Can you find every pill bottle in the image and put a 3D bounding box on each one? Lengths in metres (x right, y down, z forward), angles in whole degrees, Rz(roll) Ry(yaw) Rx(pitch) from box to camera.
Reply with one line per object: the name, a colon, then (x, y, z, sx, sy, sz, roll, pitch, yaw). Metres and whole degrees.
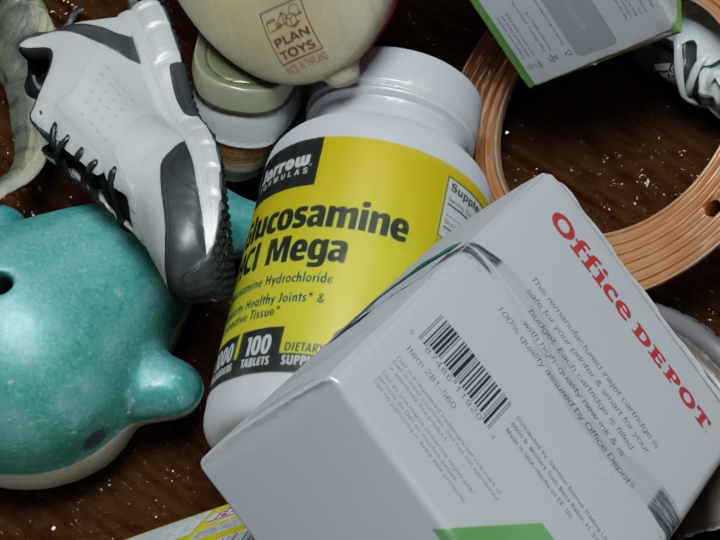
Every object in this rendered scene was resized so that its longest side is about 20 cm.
pill bottle: (0.000, 0.000, 0.988, 0.112, 0.113, 0.201, 6, 62, 11)

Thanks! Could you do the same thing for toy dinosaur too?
toy dinosaur: (-0.157, -0.112, 1.104, 0.088, 0.048, 0.200, -12, 50, 2)

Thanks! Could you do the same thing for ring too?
ring: (0.126, -0.075, 1.023, 0.200, 0.019, 0.201, -17, 59, 30)

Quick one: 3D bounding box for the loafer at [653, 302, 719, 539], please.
loafer: (0.161, 0.092, 0.937, 0.071, 0.073, 0.200, -38, 63, -14)

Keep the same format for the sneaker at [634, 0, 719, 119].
sneaker: (0.188, -0.075, 1.038, 0.115, 0.076, 0.201, 4, 53, 20)

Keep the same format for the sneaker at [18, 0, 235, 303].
sneaker: (-0.109, -0.050, 0.985, 0.080, 0.074, 0.200, -11, 40, -14)

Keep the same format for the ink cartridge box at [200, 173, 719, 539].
ink cartridge box: (0.052, 0.070, 0.844, 0.146, 0.084, 0.200, 54, 37, -3)

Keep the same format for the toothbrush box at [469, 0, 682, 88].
toothbrush box: (0.088, -0.214, 1.017, 0.086, 0.146, 0.200, -18, 43, 26)

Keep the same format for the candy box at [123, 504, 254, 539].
candy box: (-0.092, 0.135, 0.906, 0.199, 0.102, 0.026, -21, 95, 18)

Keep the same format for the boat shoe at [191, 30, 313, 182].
boat shoe: (-0.047, -0.126, 1.087, 0.075, 0.069, 0.200, 15, 42, 6)

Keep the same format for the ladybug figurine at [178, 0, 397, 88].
ladybug figurine: (-0.037, -0.181, 0.991, 0.135, 0.072, 0.201, -19, 87, 32)

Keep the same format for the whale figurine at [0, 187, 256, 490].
whale figurine: (-0.134, 0.009, 1.007, 0.200, 0.104, 0.159, -40, 63, -18)
